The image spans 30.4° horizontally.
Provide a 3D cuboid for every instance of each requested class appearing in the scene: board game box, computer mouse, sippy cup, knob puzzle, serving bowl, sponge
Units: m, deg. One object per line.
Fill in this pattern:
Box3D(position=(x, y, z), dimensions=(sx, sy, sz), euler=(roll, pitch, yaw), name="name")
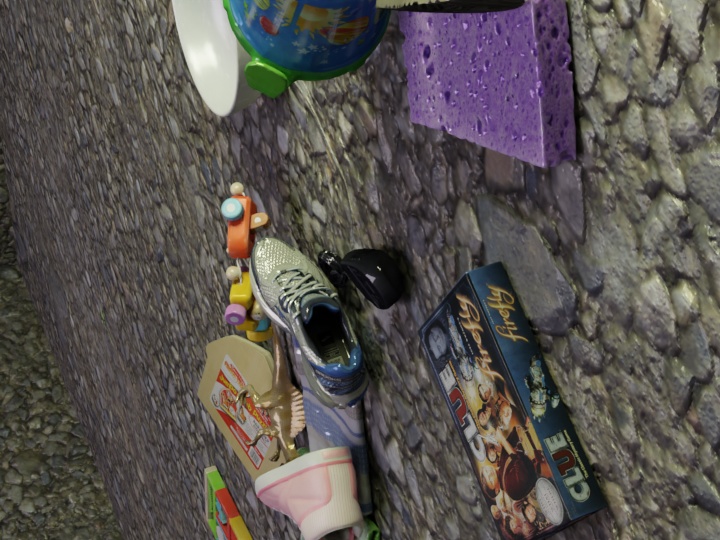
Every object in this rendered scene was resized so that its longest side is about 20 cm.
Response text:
Box3D(position=(0.114, 0.111, 1.042), dimensions=(0.136, 0.034, 0.201), euler=(122, 129, -63), name="board game box")
Box3D(position=(0.000, 0.000, 1.267), dimensions=(0.059, 0.034, 0.200), euler=(53, 169, -15), name="computer mouse")
Box3D(position=(-0.032, -0.227, 1.002), dimensions=(0.130, 0.139, 0.179), euler=(137, 123, -78), name="sippy cup")
Box3D(position=(-0.137, 0.166, 1.719), dimensions=(0.219, 0.030, 0.221), euler=(30, 129, 44), name="knob puzzle")
Box3D(position=(-0.134, -0.263, 1.362), dimensions=(0.200, 0.065, 0.201), euler=(49, 147, 48), name="serving bowl")
Box3D(position=(0.085, -0.146, 0.937), dimensions=(0.200, 0.030, 0.112), euler=(-148, 47, -61), name="sponge")

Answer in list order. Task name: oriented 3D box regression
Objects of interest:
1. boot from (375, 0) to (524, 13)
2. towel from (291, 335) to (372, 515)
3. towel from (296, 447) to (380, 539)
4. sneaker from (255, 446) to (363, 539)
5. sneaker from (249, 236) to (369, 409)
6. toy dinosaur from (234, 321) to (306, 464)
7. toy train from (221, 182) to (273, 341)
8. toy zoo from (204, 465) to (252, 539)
Box3D(position=(0.052, -0.270, 0.860), dimensions=(0.182, 0.072, 0.202), euler=(24, 111, 62), name="boot")
Box3D(position=(-0.033, 0.158, 1.465), dimensions=(0.147, 0.024, 0.201), euler=(36, 137, 57), name="towel")
Box3D(position=(-0.027, 0.313, 1.552), dimensions=(0.200, 0.030, 0.150), euler=(38, 140, 57), name="towel")
Box3D(position=(-0.057, 0.263, 1.457), dimensions=(0.200, 0.075, 0.105), euler=(-37, 65, 60), name="sneaker")
Box3D(position=(-0.048, 0.038, 1.342), dimensions=(0.201, 0.077, 0.085), euler=(56, 162, 20), name="sneaker")
Box3D(position=(-0.100, 0.160, 1.606), dimensions=(0.101, 0.058, 0.202), euler=(-11, 84, 46), name="toy dinosaur")
Box3D(position=(-0.108, -0.002, 1.463), dimensions=(0.200, 0.055, 0.151), euler=(66, -155, -71), name="toy train")
Box3D(position=(-0.200, 0.423, 2.084), dimensions=(0.200, 0.020, 0.132), euler=(55, 152, 41), name="toy zoo")
